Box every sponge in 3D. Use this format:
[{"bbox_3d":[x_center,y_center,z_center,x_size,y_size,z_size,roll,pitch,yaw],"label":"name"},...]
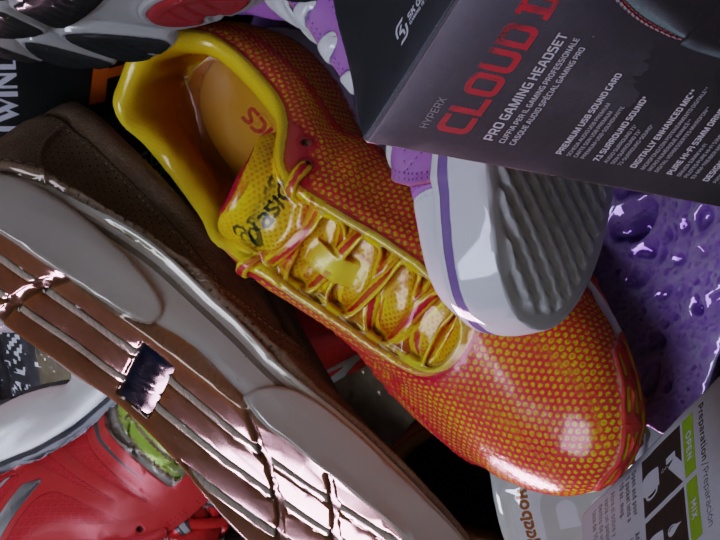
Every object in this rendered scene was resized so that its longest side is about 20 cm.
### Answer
[{"bbox_3d":[0.041,-0.039,0.855,0.200,0.030,0.112,27,110,34],"label":"sponge"}]

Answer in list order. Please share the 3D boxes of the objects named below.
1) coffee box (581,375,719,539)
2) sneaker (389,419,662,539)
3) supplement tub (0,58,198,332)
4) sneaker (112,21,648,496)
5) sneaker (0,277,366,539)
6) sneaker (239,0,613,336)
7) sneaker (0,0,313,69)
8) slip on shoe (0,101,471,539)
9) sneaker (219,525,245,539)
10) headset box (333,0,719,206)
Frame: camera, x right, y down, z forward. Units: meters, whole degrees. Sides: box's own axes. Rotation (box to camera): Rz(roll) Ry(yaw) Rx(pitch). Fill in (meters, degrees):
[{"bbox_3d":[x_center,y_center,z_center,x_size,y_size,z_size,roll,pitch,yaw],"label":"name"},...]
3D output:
[{"bbox_3d":[0.159,0.056,0.743,0.113,0.080,0.200,22,131,-20],"label":"coffee box"},{"bbox_3d":[0.093,0.067,0.861,0.200,0.085,0.073,-3,109,40],"label":"sneaker"},{"bbox_3d":[-0.110,-0.091,0.927,0.122,0.122,0.200,22,127,32],"label":"supplement tub"},{"bbox_3d":[0.000,0.000,0.825,0.200,0.077,0.073,40,117,28],"label":"sneaker"},{"bbox_3d":[-0.056,0.064,0.947,0.200,0.077,0.085,-33,61,27],"label":"sneaker"},{"bbox_3d":[0.008,-0.065,0.808,0.114,0.073,0.201,-17,60,28],"label":"sneaker"},{"bbox_3d":[-0.064,-0.110,0.799,0.200,0.081,0.084,-10,68,33],"label":"sneaker"},{"bbox_3d":[-0.038,0.028,0.868,0.200,0.061,0.076,37,148,1],"label":"slip on shoe"},{"bbox_3d":[0.021,0.125,0.946,0.200,0.081,0.074,26,164,35],"label":"sneaker"},{"bbox_3d":[0.094,-0.090,0.688,0.149,0.200,0.075,125,146,-44],"label":"headset box"}]
